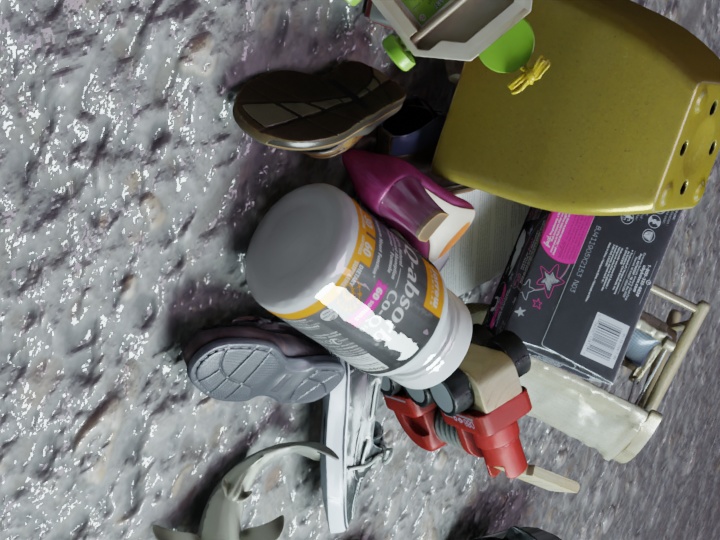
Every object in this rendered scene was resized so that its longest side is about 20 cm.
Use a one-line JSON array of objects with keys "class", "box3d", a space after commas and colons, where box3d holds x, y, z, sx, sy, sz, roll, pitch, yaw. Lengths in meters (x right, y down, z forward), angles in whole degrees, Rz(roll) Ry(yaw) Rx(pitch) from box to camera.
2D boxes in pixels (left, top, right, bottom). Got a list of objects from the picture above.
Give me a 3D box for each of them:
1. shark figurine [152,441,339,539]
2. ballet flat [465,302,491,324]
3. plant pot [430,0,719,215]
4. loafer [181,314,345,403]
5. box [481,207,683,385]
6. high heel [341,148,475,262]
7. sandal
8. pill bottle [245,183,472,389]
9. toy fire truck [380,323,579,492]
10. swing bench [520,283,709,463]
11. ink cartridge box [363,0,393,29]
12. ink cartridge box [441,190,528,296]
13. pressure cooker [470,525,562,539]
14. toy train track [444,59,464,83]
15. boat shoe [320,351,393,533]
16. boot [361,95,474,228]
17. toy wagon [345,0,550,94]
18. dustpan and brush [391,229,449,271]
[{"class": "shark figurine", "box3d": [-0.112, 0.224, 1.211, 0.090, 0.127, 0.216, 116, -2, -51]}, {"class": "ballet flat", "box3d": [0.157, 0.069, 1.446, 0.198, 0.046, 0.068, -2, 94, -13]}, {"class": "plant pot", "box3d": [0.215, -0.144, 1.194, 0.194, 0.199, 0.197, -8, 119, -56]}, {"class": "loafer", "box3d": [-0.090, 0.071, 1.153, 0.072, 0.063, 0.199, -43, 151, 18]}, {"class": "box", "box3d": [0.226, -0.001, 1.383, 0.115, 0.131, 0.202, 179, -66, -83]}, {"class": "high heel", "box3d": [0.041, -0.060, 1.190, 0.067, 0.096, 0.200, -49, 167, 11]}, {"class": "sandal", "box3d": [-0.033, -0.127, 1.106, 0.200, 0.082, 0.055, -32, 157, -56]}, {"class": "pill bottle", "box3d": [0.004, 0.020, 1.152, 0.200, 0.116, 0.117, 35, 78, -42]}, {"class": "toy fire truck", "box3d": [0.121, 0.155, 1.355, 0.128, 0.176, 0.202, -27, 108, -25]}, {"class": "swing bench", "box3d": [0.258, 0.091, 1.548, 0.130, 0.197, 0.202, 113, 2, -82]}, {"class": "ink cartridge box", "box3d": [0.103, -0.278, 1.200, 0.199, 0.083, 0.146, -9, 117, -55]}, {"class": "ink cartridge box", "box3d": [0.092, -0.048, 1.390, 0.199, 0.050, 0.162, -24, 131, -29]}, {"class": "pressure cooker", "box3d": [0.179, 0.420, 1.696, 0.199, 0.177, 0.178, 7, 64, -59]}, {"class": "toy train track", "box3d": [0.141, -0.188, 1.363, 0.199, 0.032, 0.116, 4, 72, -51]}, {"class": "boat shoe", "box3d": [-0.004, 0.168, 1.314, 0.074, 0.067, 0.201, -109, -161, -68]}, {"class": "boot", "box3d": [0.079, -0.123, 1.261, 0.200, 0.074, 0.098, -38, 146, -36]}, {"class": "toy wagon", "box3d": [0.078, -0.230, 1.085, 0.155, 0.200, 0.040, -38, -174, 15]}, {"class": "dustpan and brush", "box3d": [0.000, 0.000, 1.256, 0.140, 0.057, 0.200, -54, 156, 0]}]
